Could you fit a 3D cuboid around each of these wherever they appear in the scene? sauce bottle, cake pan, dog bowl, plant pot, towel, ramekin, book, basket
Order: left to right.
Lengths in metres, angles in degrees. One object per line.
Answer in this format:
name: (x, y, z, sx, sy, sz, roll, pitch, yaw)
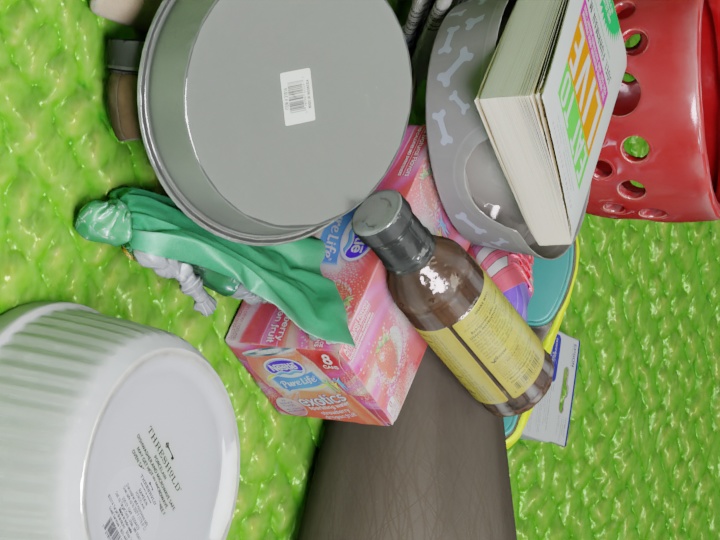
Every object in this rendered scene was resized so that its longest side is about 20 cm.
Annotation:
ramekin: (-0.159, 0.122, 1.422, 0.200, 0.105, 0.202, -11, 103, -57)
cake pan: (-0.047, -0.113, 1.489, 0.199, 0.037, 0.202, -6, 101, -34)
basket: (0.036, 0.152, 1.702, 0.136, 0.179, 0.201, 83, 10, -72)
sauce bottle: (0.063, 0.021, 1.606, 0.200, 0.064, 0.065, 51, 52, -38)
towel: (0.086, -0.241, 1.735, 0.193, 0.034, 0.200, -57, 172, -35)
dog bowl: (0.107, -0.106, 1.681, 0.200, 0.058, 0.202, 7, 82, -63)
book: (0.141, -0.133, 1.646, 0.201, 0.048, 0.134, -69, 148, -43)
plant pot: (0.196, -0.134, 1.854, 0.200, 0.181, 0.202, -4, 90, -72)

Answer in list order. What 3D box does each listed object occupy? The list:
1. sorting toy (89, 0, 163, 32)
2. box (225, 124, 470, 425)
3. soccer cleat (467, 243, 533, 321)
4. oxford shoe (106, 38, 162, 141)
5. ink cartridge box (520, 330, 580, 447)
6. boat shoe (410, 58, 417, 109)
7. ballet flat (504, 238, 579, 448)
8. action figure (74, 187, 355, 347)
sorting toy: (-0.105, -0.248, 1.535, 0.185, 0.036, 0.201, 14, 86, -56)
box: (0.000, 0.000, 1.662, 0.095, 0.102, 0.201, 56, 49, -44)
soccer cleat: (0.104, -0.006, 1.764, 0.200, 0.076, 0.067, -119, -164, -68)
oxford shoe: (-0.081, -0.103, 1.532, 0.199, 0.073, 0.085, 2, 95, -35)
ink cartridge box: (0.119, 0.083, 1.922, 0.200, 0.037, 0.095, 21, 75, -54)
boat shoe: (-0.023, -0.116, 1.640, 0.200, 0.072, 0.068, -49, 134, -44)
ballet flat: (0.125, 0.055, 1.854, 0.067, 0.066, 0.201, 69, 37, -66)
action figure: (-0.101, -0.009, 1.521, 0.199, 0.118, 0.055, 22, 114, -38)
